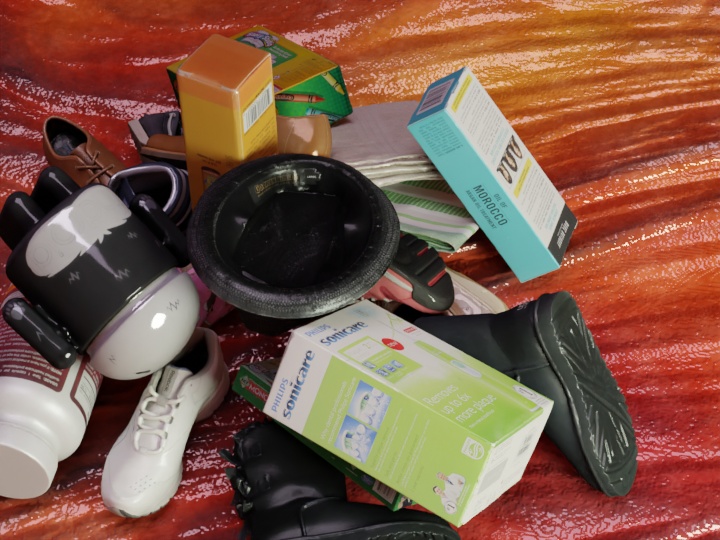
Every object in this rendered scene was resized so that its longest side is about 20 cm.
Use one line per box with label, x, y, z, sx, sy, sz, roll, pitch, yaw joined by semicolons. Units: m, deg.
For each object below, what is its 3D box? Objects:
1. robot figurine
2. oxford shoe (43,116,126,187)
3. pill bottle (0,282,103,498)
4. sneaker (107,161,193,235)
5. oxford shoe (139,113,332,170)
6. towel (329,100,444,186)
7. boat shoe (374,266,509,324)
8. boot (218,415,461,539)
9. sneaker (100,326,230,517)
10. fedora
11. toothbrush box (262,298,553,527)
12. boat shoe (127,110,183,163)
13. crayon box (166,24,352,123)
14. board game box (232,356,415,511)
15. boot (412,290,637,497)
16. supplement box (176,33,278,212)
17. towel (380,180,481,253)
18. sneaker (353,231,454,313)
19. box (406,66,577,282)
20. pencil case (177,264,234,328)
robot figurine;-0.234;0.005;1.614;0.150;0.125;0.200;-44;88;8
oxford shoe;-0.266;-0.089;1.844;0.071;0.071;0.200;-40;56;-16
pill bottle;-0.297;0.103;1.663;0.113;0.113;0.200;6;49;9
sneaker;-0.230;-0.027;1.731;0.200;0.108;0.070;-44;73;5
oxford shoe;-0.120;-0.127;1.776;0.199;0.071;0.072;2;84;16
towel;0.020;-0.127;1.836;0.132;0.035;0.200;-6;23;-8
boat shoe;0.048;0.023;1.732;0.200;0.074;0.069;28;51;25
boot;-0.020;0.201;1.589;0.198;0.074;0.163;-5;40;-7
sneaker;-0.182;0.133;1.645;0.074;0.087;0.200;17;54;10
fedora;-0.060;-0.010;1.598;0.200;0.092;0.201;3;47;-3
toothbrush box;0.042;0.117;1.547;0.200;0.086;0.146;28;21;20
boat shoe;-0.178;-0.101;1.862;0.063;0.073;0.200;-24;47;-12
crayon box;-0.108;-0.190;1.898;0.119;0.058;0.200;-27;30;-18
board game box;0.000;0.138;1.616;0.200;0.029;0.134;34;24;30
boot;0.143;0.119;1.630;0.168;0.201;0.076;-15;16;38
supplement box;-0.118;-0.115;1.666;0.066;0.200;0.069;21;48;20
towel;0.059;-0.076;1.798;0.152;0.023;0.200;13;27;20
sneaker;0.000;0.000;1.700;0.200;0.087;0.074;29;30;22
box;0.129;-0.092;1.745;0.049;0.200;0.082;-23;25;34
pencil case;-0.129;-0.002;1.760;0.200;0.087;0.083;-36;76;-25
